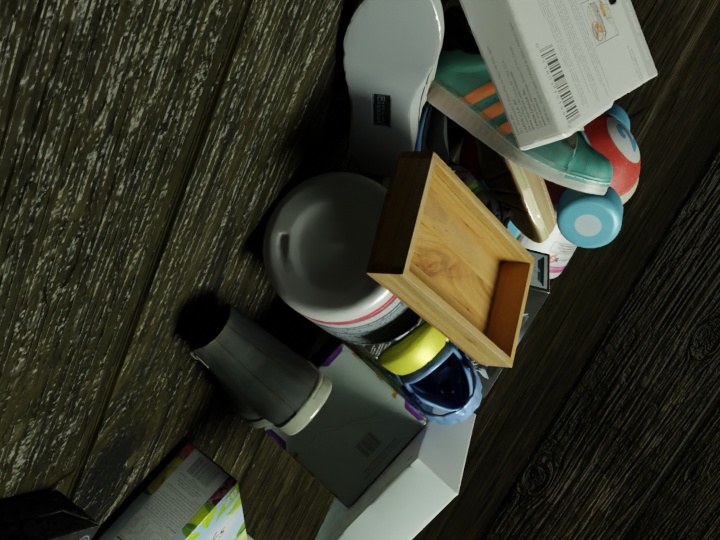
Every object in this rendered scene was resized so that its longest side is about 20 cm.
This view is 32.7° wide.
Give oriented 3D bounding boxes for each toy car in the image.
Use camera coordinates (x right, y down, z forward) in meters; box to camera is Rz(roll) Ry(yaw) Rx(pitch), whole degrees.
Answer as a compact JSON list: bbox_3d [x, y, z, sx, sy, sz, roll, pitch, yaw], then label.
[{"bbox_3d":[0.178,-0.154,1.169,0.184,0.177,0.200,-71,159,-49],"label":"toy car"}]

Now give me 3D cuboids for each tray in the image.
[{"bbox_3d":[0.075,-0.004,0.965,0.200,0.037,0.099,38,61,-51],"label":"tray"}]

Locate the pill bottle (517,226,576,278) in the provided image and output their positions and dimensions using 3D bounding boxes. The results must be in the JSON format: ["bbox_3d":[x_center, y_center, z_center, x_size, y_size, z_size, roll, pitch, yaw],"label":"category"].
[{"bbox_3d":[0.243,-0.100,1.511,0.113,0.113,0.200,-21,143,-61],"label":"pill bottle"}]

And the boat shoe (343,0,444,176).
[{"bbox_3d":[0.027,-0.160,0.931,0.200,0.071,0.070,92,9,-54],"label":"boat shoe"}]

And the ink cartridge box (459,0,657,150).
[{"bbox_3d":[0.139,-0.210,0.923,0.045,0.200,0.176,-16,-169,40],"label":"ink cartridge box"}]

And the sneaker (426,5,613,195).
[{"bbox_3d":[0.126,-0.138,0.980,0.080,0.200,0.071,-59,164,19],"label":"sneaker"}]

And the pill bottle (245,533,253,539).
[{"bbox_3d":[-0.153,0.351,1.290,0.112,0.112,0.200,-46,160,-28],"label":"pill bottle"}]

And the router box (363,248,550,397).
[{"bbox_3d":[0.084,0.043,1.242,0.200,0.157,0.052,113,-12,-50],"label":"router box"}]

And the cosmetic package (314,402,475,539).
[{"bbox_3d":[0.029,0.195,1.094,0.151,0.052,0.200,-50,-179,16],"label":"cosmetic package"}]

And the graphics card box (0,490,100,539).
[{"bbox_3d":[-0.282,0.257,0.879,0.200,0.051,0.125,-58,162,7],"label":"graphics card box"}]

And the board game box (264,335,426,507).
[{"bbox_3d":[-0.016,0.130,1.148,0.105,0.103,0.200,-47,-178,0],"label":"board game box"}]

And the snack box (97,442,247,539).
[{"bbox_3d":[-0.194,0.275,1.117,0.200,0.068,0.169,-48,162,-25],"label":"snack box"}]

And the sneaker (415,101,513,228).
[{"bbox_3d":[0.091,-0.056,1.099,0.083,0.200,0.071,-17,175,-4],"label":"sneaker"}]

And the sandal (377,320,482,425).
[{"bbox_3d":[0.065,0.090,1.080,0.079,0.087,0.200,-37,178,6],"label":"sandal"}]

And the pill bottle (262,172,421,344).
[{"bbox_3d":[0.000,0.000,1.039,0.120,0.120,0.200,-54,162,-3],"label":"pill bottle"}]

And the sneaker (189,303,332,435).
[{"bbox_3d":[-0.095,0.074,1.023,0.075,0.106,0.200,-51,-168,-14],"label":"sneaker"}]

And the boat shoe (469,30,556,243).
[{"bbox_3d":[0.138,-0.120,1.083,0.064,0.200,0.071,-29,-160,-13],"label":"boat shoe"}]
